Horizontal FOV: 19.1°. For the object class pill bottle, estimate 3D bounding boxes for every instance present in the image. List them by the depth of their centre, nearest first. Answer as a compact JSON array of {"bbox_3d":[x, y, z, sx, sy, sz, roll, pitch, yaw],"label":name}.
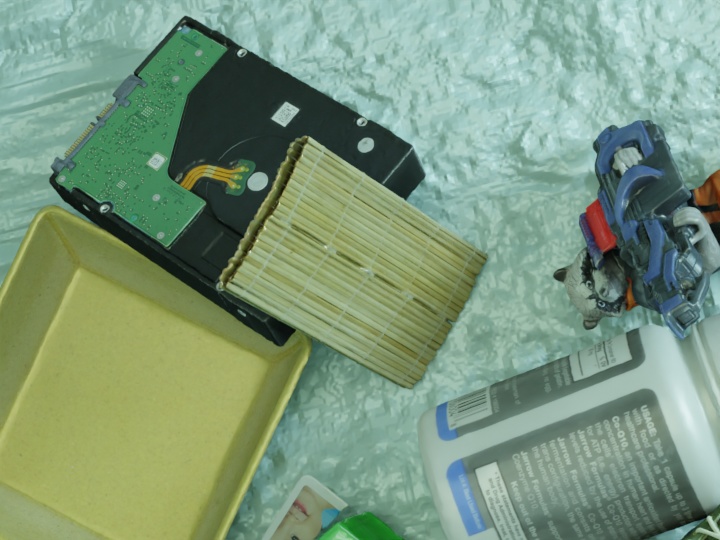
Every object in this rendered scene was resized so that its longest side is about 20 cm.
[{"bbox_3d":[0.142,0.099,1.218,0.198,0.114,0.115,-21,79,10],"label":"pill bottle"}]

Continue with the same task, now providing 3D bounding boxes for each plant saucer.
[{"bbox_3d":[-0.149,0.090,1.320,0.199,0.048,0.201,25,90,14],"label":"plant saucer"}]

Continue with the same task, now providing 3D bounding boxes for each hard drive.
[{"bbox_3d":[-0.077,-0.057,1.281,0.199,0.038,0.140,31,73,31],"label":"hard drive"}]

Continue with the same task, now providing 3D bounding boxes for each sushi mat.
[{"bbox_3d":[0.000,0.000,1.227,0.012,0.200,0.096,29,89,39],"label":"sushi mat"}]

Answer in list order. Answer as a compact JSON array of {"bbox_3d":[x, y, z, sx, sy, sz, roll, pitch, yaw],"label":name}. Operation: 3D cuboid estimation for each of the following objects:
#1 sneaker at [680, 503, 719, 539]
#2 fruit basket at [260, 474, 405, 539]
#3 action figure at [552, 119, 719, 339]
[{"bbox_3d":[0.189,0.158,1.152,0.067,0.199,0.090,46,125,31],"label":"sneaker"},{"bbox_3d":[-0.018,0.252,1.249,0.185,0.094,0.201,38,96,14],"label":"fruit basket"},{"bbox_3d":[0.204,-0.012,1.212,0.192,0.201,0.105,-22,124,17],"label":"action figure"}]
